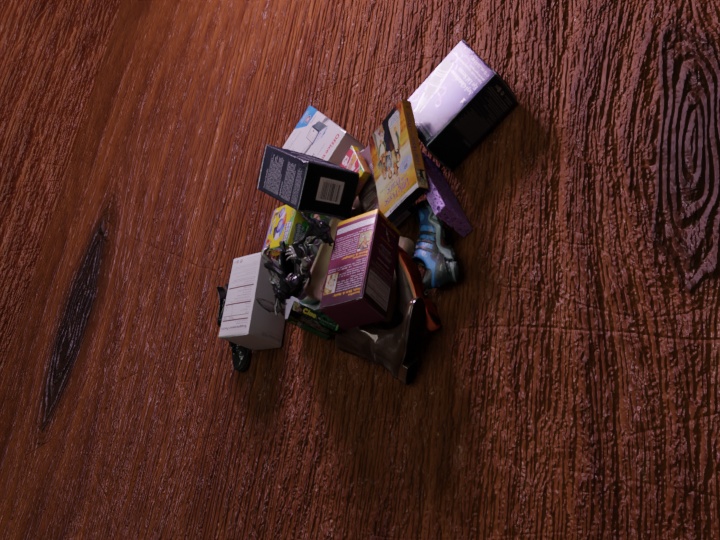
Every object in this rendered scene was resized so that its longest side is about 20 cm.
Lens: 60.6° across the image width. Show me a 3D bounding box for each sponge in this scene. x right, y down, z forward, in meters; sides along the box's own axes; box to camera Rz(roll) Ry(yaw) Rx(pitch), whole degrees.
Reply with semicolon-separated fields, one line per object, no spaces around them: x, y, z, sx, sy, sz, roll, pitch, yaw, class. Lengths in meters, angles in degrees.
0.154;-0.168;1.258;0.030;0.110;0.204;-39;49;21;sponge

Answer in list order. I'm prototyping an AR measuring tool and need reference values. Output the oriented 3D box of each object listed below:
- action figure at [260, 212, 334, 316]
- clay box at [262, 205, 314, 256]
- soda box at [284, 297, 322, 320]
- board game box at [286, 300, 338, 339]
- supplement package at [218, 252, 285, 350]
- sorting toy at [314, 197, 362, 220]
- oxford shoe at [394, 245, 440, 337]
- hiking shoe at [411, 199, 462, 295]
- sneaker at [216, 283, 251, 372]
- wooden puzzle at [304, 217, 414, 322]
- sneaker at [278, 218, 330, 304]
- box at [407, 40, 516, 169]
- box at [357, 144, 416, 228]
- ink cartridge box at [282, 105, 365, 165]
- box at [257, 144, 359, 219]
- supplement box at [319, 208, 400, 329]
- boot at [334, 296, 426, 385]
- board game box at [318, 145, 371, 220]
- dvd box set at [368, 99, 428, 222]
-0.136;-0.016;1.234;0.101;0.118;0.203;37;104;18;action figure
-0.178;-0.106;1.538;0.198;0.046;0.119;-10;63;61;clay box
-0.082;0.068;1.398;0.196;0.063;0.071;-19;58;35;soda box
-0.103;0.108;1.297;0.200;0.102;0.024;132;161;-75;board game box
-0.254;0.078;1.513;0.115;0.116;0.207;-10;65;38;supplement package
-0.066;-0.077;1.476;0.181;0.036;0.206;-11;60;39;sorting toy
0.089;0.039;1.233;0.072;0.070;0.205;-33;60;23;oxford shoe
0.135;-0.056;1.236;0.084;0.075;0.204;-22;54;8;hiking shoe
-0.324;0.145;1.555;0.059;0.103;0.207;-16;61;34;sneaker
0.000;0.000;1.309;0.194;0.047;0.190;17;70;12;wooden puzzle
-0.126;-0.043;1.349;0.076;0.139;0.207;-8;62;39;sneaker
0.200;-0.344;1.293;0.200;0.103;0.150;-45;48;16;box
0.046;-0.186;1.394;0.100;0.074;0.204;-39;51;22;box
-0.098;-0.308;1.574;0.148;0.085;0.200;-54;44;8;ink cartridge box
-0.120;-0.199;1.380;0.198;0.144;0.108;30;109;50;box
0.002;-0.002;1.199;0.108;0.085;0.205;-15;50;36;supplement box
0.029;0.107;1.211;0.196;0.063;0.193;25;118;34;boot
-0.046;-0.177;1.425;0.202;0.029;0.097;-58;39;32;board game box
0.073;-0.222;1.268;0.146;0.029;0.207;-40;53;53;dvd box set
